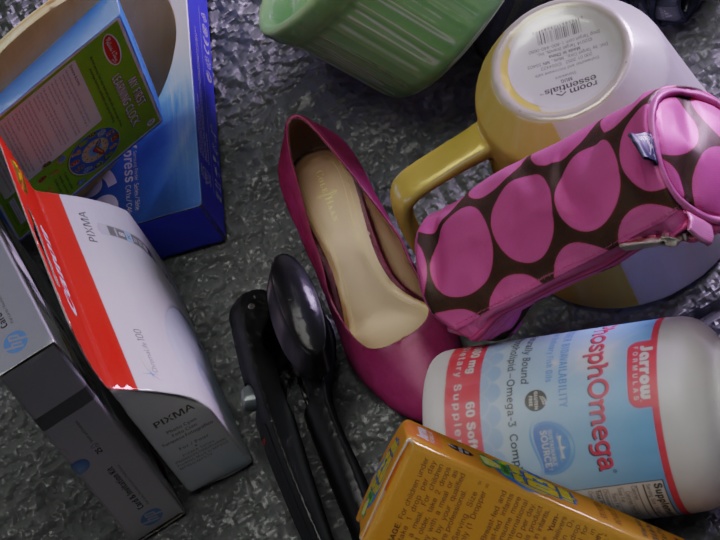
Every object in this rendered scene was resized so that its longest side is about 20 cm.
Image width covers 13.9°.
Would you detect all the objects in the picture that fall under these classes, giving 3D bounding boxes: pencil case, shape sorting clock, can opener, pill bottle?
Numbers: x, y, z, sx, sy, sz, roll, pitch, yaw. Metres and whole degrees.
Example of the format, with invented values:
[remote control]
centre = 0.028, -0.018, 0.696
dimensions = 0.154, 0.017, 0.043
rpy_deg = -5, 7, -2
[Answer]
[pencil case]
centre = 0.116, -0.025, 1.589
dimensions = 0.200, 0.091, 0.094
rpy_deg = -30, 54, 45
[shape sorting clock]
centre = -0.186, -0.094, 1.762
dimensions = 0.200, 0.200, 0.039
rpy_deg = -42, 67, -7
[can opener]
centre = -0.034, 0.091, 1.722
dimensions = 0.063, 0.079, 0.200
rpy_deg = -16, 63, 3
[pill bottle]
centre = 0.142, 0.084, 1.622
dimensions = 0.199, 0.109, 0.109
rpy_deg = -9, 56, 17

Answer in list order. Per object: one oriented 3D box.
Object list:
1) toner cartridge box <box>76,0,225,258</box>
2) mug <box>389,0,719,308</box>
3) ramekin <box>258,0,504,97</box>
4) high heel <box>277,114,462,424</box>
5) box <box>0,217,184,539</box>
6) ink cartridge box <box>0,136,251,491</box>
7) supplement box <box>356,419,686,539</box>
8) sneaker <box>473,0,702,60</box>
[toner cartridge box]
centre = -0.143, -0.099, 1.897
dimensions = 0.095, 0.043, 0.200
rpy_deg = -16, 55, 12
[mug]
centre = 0.126, -0.065, 1.697
dimensions = 0.149, 0.153, 0.187
rpy_deg = 28, 73, 33
[ramekin]
centre = 0.033, -0.203, 1.804
dimensions = 0.200, 0.098, 0.200
rpy_deg = -51, 17, 22
[high heel]
centre = 0.000, 0.000, 1.742
dimensions = 0.067, 0.096, 0.200
rpy_deg = -31, 53, -1
[box]
centre = -0.181, 0.049, 1.720
dimensions = 0.041, 0.200, 0.156
rpy_deg = -32, 53, 0
[ink cartridge box]
centre = -0.139, 0.016, 1.723
dimensions = 0.047, 0.200, 0.160
rpy_deg = -26, 54, 2
[supplement box]
centre = 0.100, 0.149, 1.556
dimensions = 0.200, 0.067, 0.069
rpy_deg = 22, 95, -5
[sneaker]
centre = 0.160, -0.180, 1.809
dimensions = 0.200, 0.074, 0.081
rpy_deg = -31, 57, 4
